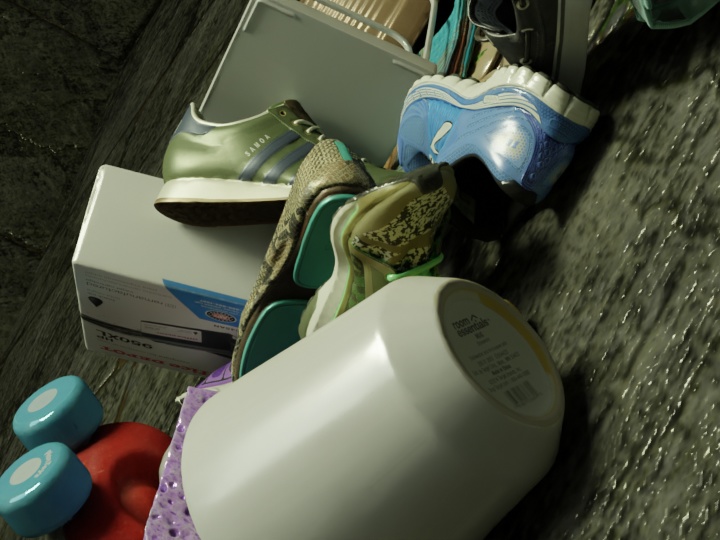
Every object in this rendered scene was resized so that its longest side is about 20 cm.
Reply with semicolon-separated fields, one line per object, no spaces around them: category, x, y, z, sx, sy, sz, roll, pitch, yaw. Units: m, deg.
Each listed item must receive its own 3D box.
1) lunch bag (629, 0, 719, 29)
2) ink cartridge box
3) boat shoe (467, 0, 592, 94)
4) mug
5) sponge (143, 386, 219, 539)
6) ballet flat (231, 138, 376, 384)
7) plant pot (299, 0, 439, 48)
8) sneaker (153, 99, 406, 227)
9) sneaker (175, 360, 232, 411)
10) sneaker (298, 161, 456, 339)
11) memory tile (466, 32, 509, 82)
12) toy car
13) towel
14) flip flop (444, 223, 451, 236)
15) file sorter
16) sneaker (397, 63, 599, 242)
lunch bag;0.172;-0.242;0.794;0.170;0.122;0.200;-105;33;-60
ink cartridge box;-0.138;0.011;1.161;0.200;0.144;0.084;108;175;-68
boat shoe;0.093;-0.148;0.838;0.200;0.066;0.070;78;-170;-74
mug;0.016;0.069;0.744;0.153;0.149;0.187;-43;31;30
sponge;-0.075;0.163;0.914;0.030;0.111;0.200;96;-174;-51
ballet flat;-0.037;0.001;0.967;0.075;0.068;0.200;-107;31;-47
plant pot;-0.005;-0.215;1.291;0.201;0.093;0.201;-55;11;16
sneaker;-0.042;-0.079;1.045;0.067;0.200;0.090;63;-149;-68
sneaker;-0.063;0.084;1.108;0.200;0.081;0.083;-29;19;51
sneaker;0.027;0.015;0.874;0.077;0.089;0.200;-24;-26;-26
memory tile;0.126;-0.194;1.032;0.200;0.017;0.153;-51;20;36
toy car;-0.111;0.147;1.034;0.200;0.185;0.177;-29;23;9
towel;0.030;-0.105;1.141;0.200;0.022;0.147;-47;23;54
flip flop;0.000;0.000;1.020;0.200;0.081;0.058;142;133;-56
file sorter;-0.043;-0.133;1.140;0.125;0.139;0.200;-80;17;-50
sneaker;0.064;-0.068;0.915;0.089;0.078;0.200;-62;16;-9
